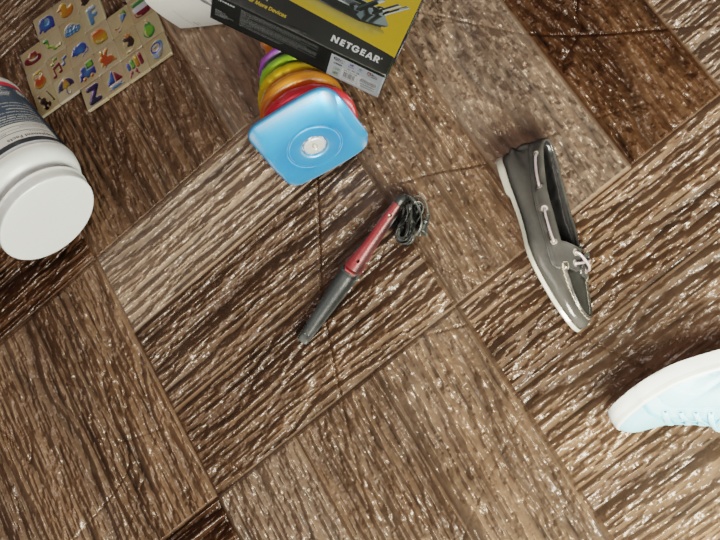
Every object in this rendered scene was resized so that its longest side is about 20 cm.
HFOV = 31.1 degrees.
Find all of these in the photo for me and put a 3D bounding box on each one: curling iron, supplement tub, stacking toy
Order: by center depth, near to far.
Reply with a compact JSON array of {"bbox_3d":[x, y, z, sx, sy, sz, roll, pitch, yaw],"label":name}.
[{"bbox_3d":[0.000,0.000,1.354,0.200,0.026,0.050,-47,59,9],"label":"curling iron"},{"bbox_3d":[-0.074,-0.205,1.416,0.109,0.116,0.201,-28,52,11],"label":"stacking toy"},{"bbox_3d":[-0.418,-0.123,1.531,0.141,0.140,0.200,-48,62,8],"label":"supplement tub"}]

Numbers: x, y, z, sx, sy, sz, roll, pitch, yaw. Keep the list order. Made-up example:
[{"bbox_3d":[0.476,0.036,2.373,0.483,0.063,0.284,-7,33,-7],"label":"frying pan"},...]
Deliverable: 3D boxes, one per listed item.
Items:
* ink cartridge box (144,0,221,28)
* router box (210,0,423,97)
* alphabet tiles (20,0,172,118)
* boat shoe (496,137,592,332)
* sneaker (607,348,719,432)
[{"bbox_3d":[-0.141,-0.367,1.487,0.198,0.083,0.148,0,77,26],"label":"ink cartridge box"},{"bbox_3d":[-0.036,-0.296,1.359,0.198,0.052,0.158,25,68,-1],"label":"router box"},{"bbox_3d":[-0.335,-0.280,1.606,0.199,0.008,0.168,-31,66,17],"label":"alphabet tiles"},{"bbox_3d":[0.188,-0.040,1.249,0.057,0.067,0.202,-30,62,22],"label":"boat shoe"},{"bbox_3d":[0.318,0.117,1.139,0.199,0.074,0.083,-24,64,20],"label":"sneaker"}]
